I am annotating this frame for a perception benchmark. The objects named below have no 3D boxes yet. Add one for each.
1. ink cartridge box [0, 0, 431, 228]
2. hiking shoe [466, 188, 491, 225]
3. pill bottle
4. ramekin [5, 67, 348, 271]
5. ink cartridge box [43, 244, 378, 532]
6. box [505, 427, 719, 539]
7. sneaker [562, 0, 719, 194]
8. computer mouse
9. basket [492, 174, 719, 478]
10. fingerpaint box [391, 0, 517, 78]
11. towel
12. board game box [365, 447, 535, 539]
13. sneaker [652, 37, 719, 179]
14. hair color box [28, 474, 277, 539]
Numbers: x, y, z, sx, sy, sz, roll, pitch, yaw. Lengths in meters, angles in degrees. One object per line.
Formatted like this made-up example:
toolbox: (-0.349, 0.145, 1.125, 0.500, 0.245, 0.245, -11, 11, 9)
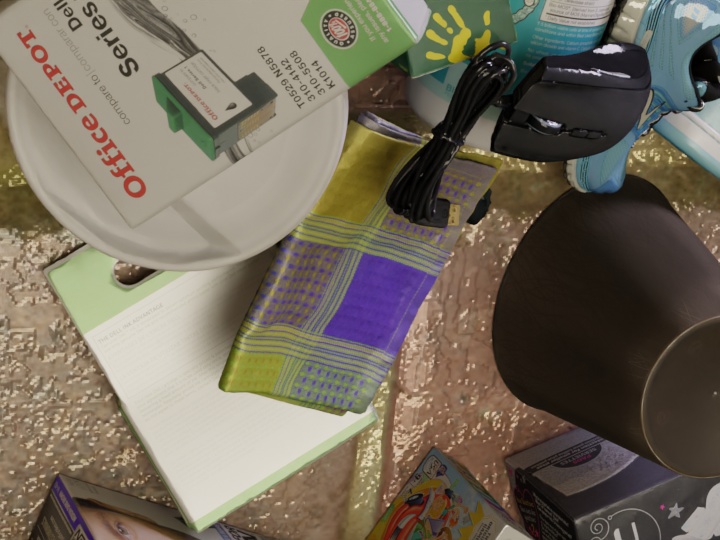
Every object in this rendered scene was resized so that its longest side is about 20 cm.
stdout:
ink cartridge box: (-0.085, -0.138, 1.279, 0.200, 0.084, 0.146, -33, 104, 17)
hiking shoe: (-0.013, -0.046, 1.512, 0.199, 0.074, 0.087, 11, 96, -17)
pill bottle: (0.106, -0.181, 1.468, 0.110, 0.111, 0.200, 8, 115, -23)
ramekin: (-0.105, -0.107, 1.390, 0.202, 0.094, 0.203, 1, 110, 4)
ink cartridge box: (-0.099, 0.051, 1.534, 0.145, 0.048, 0.200, -31, 95, -8)
box: (0.223, 0.162, 1.648, 0.199, 0.132, 0.115, -20, 111, -13)
sneaker: (0.191, -0.114, 1.520, 0.090, 0.079, 0.200, 19, 140, 1)
computer mouse: (0.104, -0.073, 1.410, 0.200, 0.046, 0.141, -7, 139, -53)
basket: (0.193, 0.049, 1.557, 0.136, 0.200, 0.181, 19, 102, -25)
fingerpaint box: (0.008, -0.224, 1.387, 0.073, 0.200, 0.167, -20, 115, -12)
towel: (0.000, 0.000, 1.457, 0.143, 0.023, 0.200, 18, 106, -50)
board game box: (0.028, 0.233, 1.597, 0.034, 0.134, 0.200, 34, 94, -27)
sneaker: (0.307, -0.103, 1.614, 0.200, 0.080, 0.131, 30, 98, -28)
hair color box: (-0.111, 0.208, 1.549, 0.200, 0.109, 0.065, 18, 102, -26)
